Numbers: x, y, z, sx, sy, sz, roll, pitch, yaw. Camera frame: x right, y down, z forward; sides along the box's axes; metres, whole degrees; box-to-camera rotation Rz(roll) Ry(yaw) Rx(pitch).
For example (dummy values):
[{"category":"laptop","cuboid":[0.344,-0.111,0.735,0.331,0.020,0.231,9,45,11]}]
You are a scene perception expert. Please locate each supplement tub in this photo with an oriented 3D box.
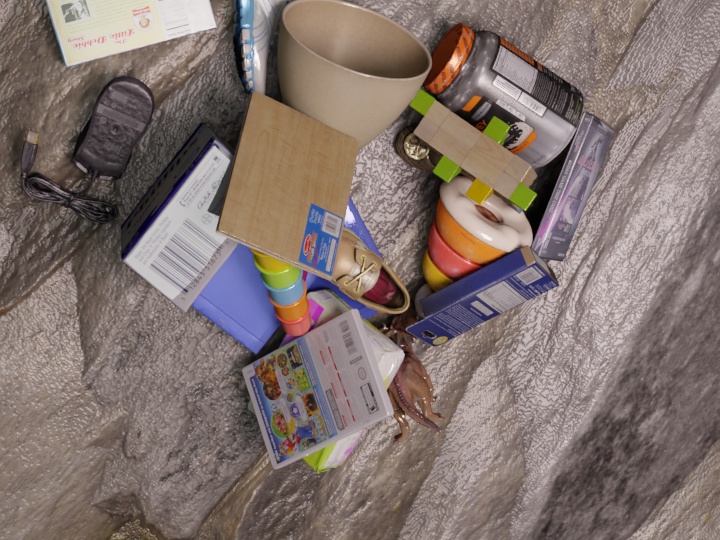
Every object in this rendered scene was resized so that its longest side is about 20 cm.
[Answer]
[{"category":"supplement tub","cuboid":[0.188,-0.236,1.524,0.198,0.123,0.124,29,95,-16]}]

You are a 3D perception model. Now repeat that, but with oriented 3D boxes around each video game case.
[{"category":"video game case","cuboid":[-0.059,0.156,1.486,0.199,0.018,0.145,-29,73,29]},{"category":"video game case","cuboid":[0.293,-0.111,1.576,0.019,0.142,0.203,24,98,22]}]

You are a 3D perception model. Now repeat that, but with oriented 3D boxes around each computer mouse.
[{"category":"computer mouse","cuboid":[-0.353,-0.168,1.461,0.139,0.046,0.202,17,110,-20]}]

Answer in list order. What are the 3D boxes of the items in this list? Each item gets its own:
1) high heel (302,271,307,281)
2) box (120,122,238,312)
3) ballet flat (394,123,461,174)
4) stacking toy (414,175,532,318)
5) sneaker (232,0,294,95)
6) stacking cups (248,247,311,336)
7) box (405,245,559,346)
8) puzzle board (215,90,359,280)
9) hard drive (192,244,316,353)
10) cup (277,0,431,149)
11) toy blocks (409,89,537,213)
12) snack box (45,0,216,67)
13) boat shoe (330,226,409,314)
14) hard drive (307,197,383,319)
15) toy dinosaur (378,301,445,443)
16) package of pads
[{"category":"high heel","cuboid":[-0.090,-0.049,1.445,0.066,0.096,0.203,-5,104,-10]},{"category":"box","cuboid":[-0.208,-0.073,1.430,0.105,0.200,0.185,38,92,-17]},{"category":"ballet flat","cuboid":[0.144,-0.157,1.570,0.197,0.046,0.068,14,99,-15]},{"category":"stacking toy","cuboid":[0.129,-0.015,1.569,0.145,0.147,0.201,25,120,-16]},{"category":"sneaker","cuboid":[-0.121,-0.323,1.464,0.085,0.075,0.203,-6,104,-17]},{"category":"stacking cups","cuboid":[-0.091,0.011,1.415,0.060,0.061,0.201,-25,147,-6]},{"category":"box","cuboid":[0.160,0.038,1.541,0.198,0.121,0.033,-29,65,15]},{"category":"puzzle board","cuboid":[-0.083,-0.100,1.344,0.149,0.017,0.203,23,57,-21]},{"category":"hard drive","cuboid":[-0.128,-0.008,1.520,0.131,0.025,0.201,38,94,-17]},{"category":"cup","cuboid":[-0.024,-0.234,1.457,0.197,0.202,0.145,12,124,-15]},{"category":"toy blocks","cuboid":[0.154,-0.144,1.482,0.199,0.137,0.101,37,94,15]},{"category":"snack box","cuboid":[-0.291,-0.339,1.438,0.197,0.037,0.118,-16,105,-9]},{"category":"boat shoe","cuboid":[0.000,0.000,1.494,0.199,0.066,0.075,30,94,-47]},{"category":"hard drive","cuboid":[-0.043,-0.017,1.571,0.131,0.025,0.202,-30,107,-4]},{"category":"toy dinosaur","cuboid":[0.057,0.142,1.556,0.085,0.201,0.137,-14,120,0]},{"category":"package of pads","cuboid":[-0.046,0.149,1.528,0.068,0.154,0.202,1,122,-57]}]
